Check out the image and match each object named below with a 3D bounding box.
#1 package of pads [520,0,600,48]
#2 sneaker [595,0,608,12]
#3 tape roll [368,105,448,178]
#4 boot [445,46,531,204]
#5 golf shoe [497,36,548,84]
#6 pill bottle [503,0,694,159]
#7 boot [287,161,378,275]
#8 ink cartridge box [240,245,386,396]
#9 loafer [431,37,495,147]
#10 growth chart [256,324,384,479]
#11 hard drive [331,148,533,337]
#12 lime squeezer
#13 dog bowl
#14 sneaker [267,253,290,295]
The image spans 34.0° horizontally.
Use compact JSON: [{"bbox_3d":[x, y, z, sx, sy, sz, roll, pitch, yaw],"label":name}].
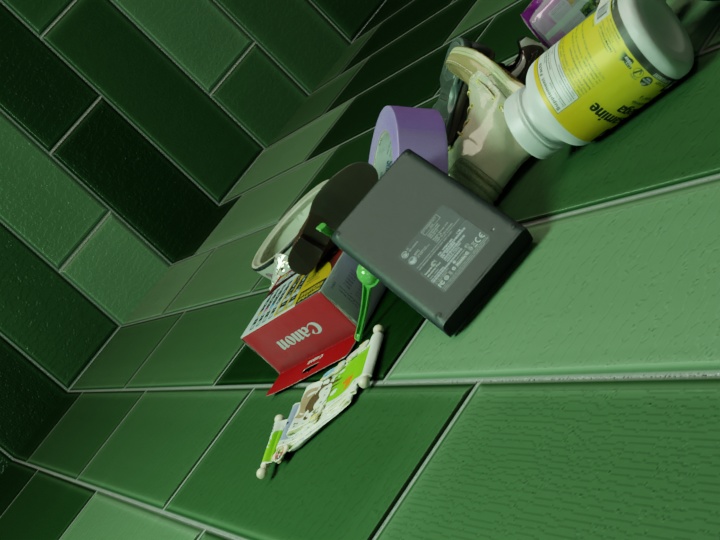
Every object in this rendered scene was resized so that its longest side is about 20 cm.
[{"bbox_3d":[0.323,-0.406,1.682,0.200,0.076,0.121,-45,12,10],"label":"package of pads"},{"bbox_3d":[0.308,-0.271,1.406,0.076,0.080,0.201,44,112,35],"label":"sneaker"},{"bbox_3d":[0.055,-0.104,1.481,0.200,0.065,0.203,-175,90,-79],"label":"tape roll"},{"bbox_3d":[0.142,-0.183,1.489,0.155,0.072,0.200,-49,54,4],"label":"boot"},{"bbox_3d":[0.183,-0.227,1.588,0.200,0.094,0.078,-47,15,10],"label":"golf shoe"},{"bbox_3d":[0.256,-0.211,1.294,0.199,0.112,0.113,-36,18,38],"label":"pill bottle"},{"bbox_3d":[-0.026,-0.101,1.592,0.187,0.064,0.200,-49,7,24],"label":"boot"},{"bbox_3d":[-0.065,0.058,1.585,0.199,0.084,0.176,-31,22,46],"label":"ink cartridge box"},{"bbox_3d":[0.134,-0.216,1.622,0.072,0.062,0.202,-124,46,-59],"label":"loafer"},{"bbox_3d":[-0.045,0.154,1.414,0.200,0.018,0.145,-42,15,18],"label":"growth chart"},{"bbox_3d":[0.074,-0.036,1.302,0.140,0.033,0.200,-49,52,-3],"label":"hard drive"},{"bbox_3d":[0.000,0.000,1.426,0.037,0.201,0.071,13,52,27],"label":"lime squeezer"},{"bbox_3d":[-0.091,-0.054,1.971,0.200,0.074,0.201,-43,15,14],"label":"dog bowl"},{"bbox_3d":[-0.123,0.025,1.842,0.201,0.085,0.073,-52,17,-11],"label":"sneaker"}]
